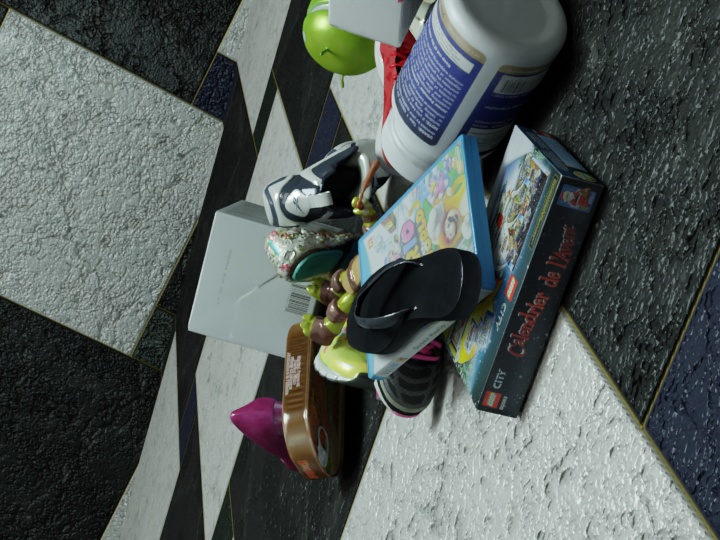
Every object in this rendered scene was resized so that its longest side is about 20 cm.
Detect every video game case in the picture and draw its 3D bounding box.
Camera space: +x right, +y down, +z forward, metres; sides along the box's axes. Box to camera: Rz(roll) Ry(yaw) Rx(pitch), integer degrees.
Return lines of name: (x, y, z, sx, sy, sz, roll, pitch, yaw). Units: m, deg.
video game case: (0.053, -0.007, 1.130, 0.200, 0.018, 0.145, -45, 44, 52)

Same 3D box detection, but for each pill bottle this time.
pill bottle: (0.095, -0.170, 1.163, 0.201, 0.114, 0.117, 122, 157, -50)

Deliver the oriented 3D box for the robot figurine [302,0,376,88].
robot figurine: (-0.003, -0.339, 1.648, 0.176, 0.114, 0.202, 48, -123, -55)

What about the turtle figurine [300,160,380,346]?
turtle figurine: (0.000, 0.000, 1.340, 0.161, 0.064, 0.202, -42, 42, 47)

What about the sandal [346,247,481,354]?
sandal: (0.034, 0.020, 1.091, 0.200, 0.042, 0.077, -31, 54, 58)

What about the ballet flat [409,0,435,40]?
ballet flat: (0.085, -0.289, 1.391, 0.069, 0.070, 0.202, 133, 147, -55)

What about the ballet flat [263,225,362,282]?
ballet flat: (-0.043, -0.023, 1.461, 0.076, 0.064, 0.199, -53, -23, 13)

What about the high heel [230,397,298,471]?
high heel: (-0.111, 0.207, 1.602, 0.200, 0.094, 0.068, 99, 172, -71)

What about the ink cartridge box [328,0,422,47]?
ink cartridge box: (0.041, -0.349, 1.276, 0.147, 0.082, 0.202, 92, -160, -58)

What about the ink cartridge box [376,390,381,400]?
ink cartridge box: (0.044, 0.033, 1.347, 0.202, 0.037, 0.095, -89, 19, -45)

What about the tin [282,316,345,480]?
tin: (-0.053, 0.148, 1.491, 0.112, 0.041, 0.202, 55, -153, -44)

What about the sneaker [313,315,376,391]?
sneaker: (-0.006, 0.066, 1.422, 0.200, 0.077, 0.091, -114, 41, -68)

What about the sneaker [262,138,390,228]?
sneaker: (-0.003, -0.105, 1.473, 0.129, 0.198, 0.081, -3, 102, 48)

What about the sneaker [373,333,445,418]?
sneaker: (0.060, 0.038, 1.200, 0.087, 0.073, 0.203, -177, 99, -73)

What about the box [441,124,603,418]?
box: (0.127, -0.002, 1.048, 0.137, 0.037, 0.202, -112, 38, -66)

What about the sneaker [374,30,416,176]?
sneaker: (0.060, -0.211, 1.402, 0.115, 0.077, 0.203, 153, 116, -78)

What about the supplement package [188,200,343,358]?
supplement package: (-0.117, 0.008, 1.653, 0.200, 0.149, 0.154, -62, -13, -82)

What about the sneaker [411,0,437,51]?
sneaker: (0.106, -0.245, 1.261, 0.140, 0.077, 0.203, 147, 133, -71)
